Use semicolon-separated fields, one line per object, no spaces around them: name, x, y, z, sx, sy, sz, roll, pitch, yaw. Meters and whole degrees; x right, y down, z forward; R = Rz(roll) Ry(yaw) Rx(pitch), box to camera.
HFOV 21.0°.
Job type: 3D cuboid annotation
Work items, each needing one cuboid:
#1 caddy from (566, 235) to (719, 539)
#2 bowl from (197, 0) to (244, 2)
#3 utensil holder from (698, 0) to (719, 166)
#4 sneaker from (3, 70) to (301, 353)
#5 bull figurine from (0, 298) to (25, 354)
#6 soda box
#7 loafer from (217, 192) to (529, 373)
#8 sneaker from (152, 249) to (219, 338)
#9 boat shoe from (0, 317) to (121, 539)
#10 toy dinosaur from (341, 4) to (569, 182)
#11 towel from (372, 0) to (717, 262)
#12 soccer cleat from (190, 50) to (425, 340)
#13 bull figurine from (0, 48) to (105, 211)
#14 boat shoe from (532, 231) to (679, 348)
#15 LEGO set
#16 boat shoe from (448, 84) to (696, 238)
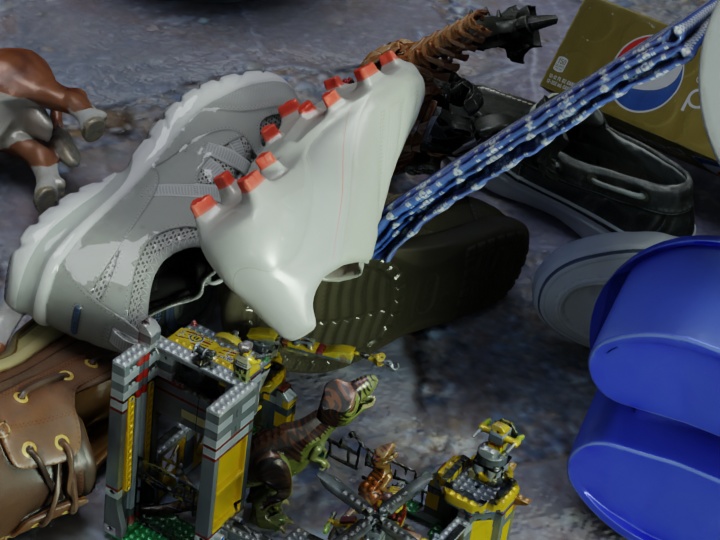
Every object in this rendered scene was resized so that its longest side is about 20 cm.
caddy;0.192;0.066;0.899;0.199;0.142;0.105;22;39;18
bowl;-0.101;-0.258;1.347;0.200;0.105;0.201;5;34;-3
utensil holder;0.248;-0.073;0.910;0.169;0.171;0.200;22;1;20
sneaker;-0.083;-0.023;0.946;0.082;0.075;0.200;34;51;13
bull figurine;-0.259;0.011;0.939;0.199;0.065;0.122;31;73;19
soda box;0.213;-0.099;1.177;0.199;0.068;0.064;28;0;34
loafer;0.000;0.000;1.022;0.199;0.076;0.067;-9;35;-40
sneaker;-0.093;-0.034;1.052;0.087;0.075;0.200;17;34;21
boat shoe;-0.151;0.079;0.870;0.067;0.072;0.200;18;33;18
toy dinosaur;0.042;-0.092;1.077;0.135;0.103;0.200;-8;7;-14
towel;0.099;-0.074;0.953;0.024;0.200;0.145;57;30;-2
soccer cleat;-0.015;-0.038;0.917;0.069;0.078;0.200;-21;17;33
bull figurine;-0.240;-0.071;1.068;0.199;0.065;0.121;-27;51;-35
boat shoe;0.188;0.031;1.009;0.199;0.074;0.065;8;30;2
LEGO set;-0.020;0.073;0.864;0.200;0.116;0.154;30;40;29
boat shoe;0.125;-0.073;1.150;0.072;0.071;0.200;-25;45;-39
